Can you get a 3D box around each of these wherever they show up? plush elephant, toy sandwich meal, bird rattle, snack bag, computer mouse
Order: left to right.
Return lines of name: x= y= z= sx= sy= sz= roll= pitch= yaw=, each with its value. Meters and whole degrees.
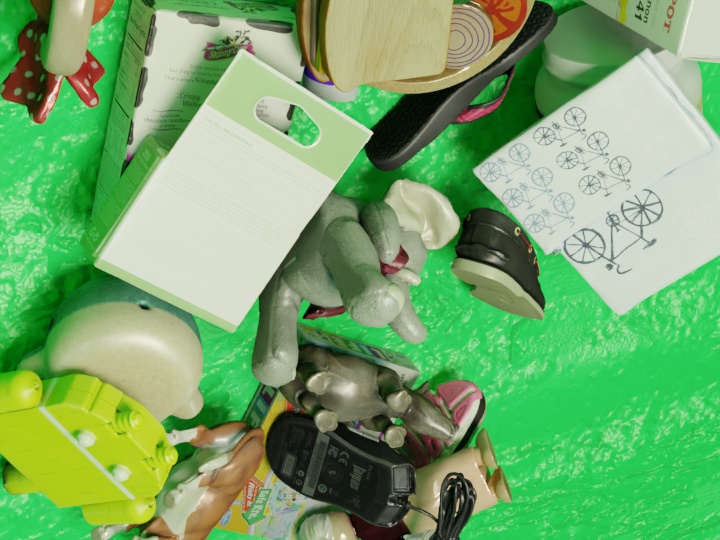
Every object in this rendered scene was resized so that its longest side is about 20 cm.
bird rattle: x=-0.213 y=-0.201 z=1.174 sx=0.111 sy=0.163 sz=0.202 roll=15 pitch=100 yaw=-14
plush elephant: x=0.000 y=0.000 z=1.386 sx=0.154 sy=0.202 sz=0.164 roll=18 pitch=137 yaw=-40
computer mouse: x=0.006 y=0.208 z=1.480 sx=0.046 sy=0.198 sz=0.142 roll=-38 pitch=142 yaw=-61
toy sandwich meal: x=0.050 y=-0.208 z=1.257 sx=0.202 sy=0.071 sz=0.207 roll=-9 pitch=126 yaw=-13
snack bag: x=0.224 y=-0.063 z=1.391 sx=0.188 sy=0.021 sz=0.200 roll=-33 pitch=110 yaw=31

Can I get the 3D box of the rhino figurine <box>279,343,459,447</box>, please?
rhino figurine: x=0.012 y=0.112 z=1.459 sx=0.198 sy=0.087 sz=0.060 roll=18 pitch=101 yaw=-34

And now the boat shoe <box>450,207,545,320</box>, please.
boat shoe: x=0.131 y=-0.001 z=1.484 sx=0.201 sy=0.073 sz=0.064 roll=45 pitch=62 yaw=-68

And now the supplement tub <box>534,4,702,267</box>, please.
supplement tub: x=0.228 y=-0.119 z=1.455 sx=0.144 sy=0.145 sz=0.202 roll=-21 pitch=124 yaw=-16

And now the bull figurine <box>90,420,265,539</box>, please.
bull figurine: x=-0.157 y=0.209 z=1.448 sx=0.121 sy=0.065 sz=0.201 roll=-1 pitch=129 yaw=-54

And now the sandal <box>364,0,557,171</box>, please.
sandal: x=0.088 y=-0.153 z=1.410 sx=0.200 sy=0.075 sz=0.045 roll=-42 pitch=125 yaw=9

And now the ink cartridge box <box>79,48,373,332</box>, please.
ink cartridge box: x=-0.104 y=-0.064 z=1.291 sx=0.145 sy=0.048 sz=0.201 roll=28 pitch=101 yaw=-36

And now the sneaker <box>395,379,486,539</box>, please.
sneaker: x=0.078 y=0.191 z=1.593 sx=0.087 sy=0.074 sz=0.202 roll=12 pitch=115 yaw=-32

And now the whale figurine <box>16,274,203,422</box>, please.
whale figurine: x=-0.206 y=0.084 z=1.379 sx=0.157 sy=0.105 sz=0.201 roll=11 pitch=134 yaw=-18

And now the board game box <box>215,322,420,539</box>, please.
board game box: x=-0.047 y=0.155 z=1.529 sx=0.133 sy=0.034 sz=0.202 roll=17 pitch=107 yaw=-34

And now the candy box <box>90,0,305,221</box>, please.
candy box: x=-0.128 y=-0.114 z=1.319 sx=0.135 sy=0.061 sz=0.202 roll=3 pitch=116 yaw=-29

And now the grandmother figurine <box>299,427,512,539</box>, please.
grandmother figurine: x=0.038 y=0.221 z=1.526 sx=0.198 sy=0.061 sz=0.123 roll=-21 pitch=95 yaw=8

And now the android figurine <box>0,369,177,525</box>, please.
android figurine: x=-0.232 y=0.141 z=1.335 sx=0.183 sy=0.198 sz=0.041 roll=53 pitch=44 yaw=-34

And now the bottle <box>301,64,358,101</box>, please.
bottle: x=-0.009 y=-0.235 z=1.312 sx=0.083 sy=0.065 sz=0.202 roll=-6 pitch=119 yaw=-34

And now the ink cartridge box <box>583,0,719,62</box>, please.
ink cartridge box: x=0.248 y=-0.272 z=1.346 sx=0.085 sy=0.200 sz=0.149 roll=-2 pitch=117 yaw=-27
